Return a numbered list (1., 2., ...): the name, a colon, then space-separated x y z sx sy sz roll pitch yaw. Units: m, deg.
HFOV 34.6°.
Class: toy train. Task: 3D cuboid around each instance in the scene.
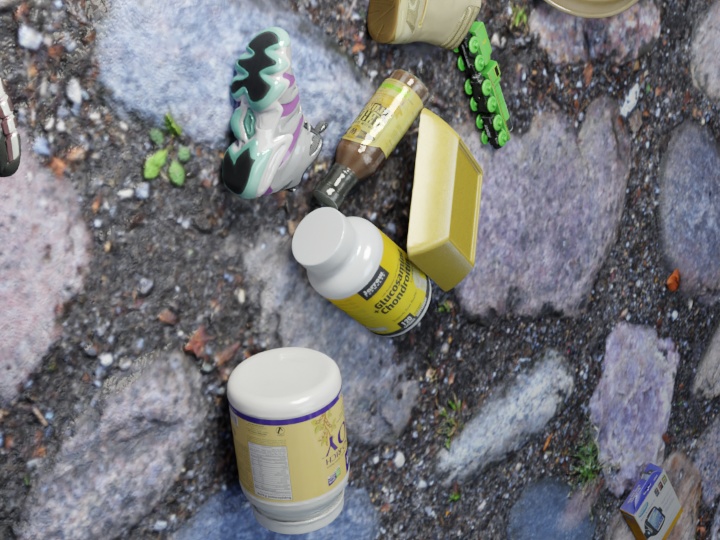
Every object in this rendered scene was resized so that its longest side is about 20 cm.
1. toy train: 0.176 -0.261 1.632 0.057 0.041 0.201 -53 137 -31

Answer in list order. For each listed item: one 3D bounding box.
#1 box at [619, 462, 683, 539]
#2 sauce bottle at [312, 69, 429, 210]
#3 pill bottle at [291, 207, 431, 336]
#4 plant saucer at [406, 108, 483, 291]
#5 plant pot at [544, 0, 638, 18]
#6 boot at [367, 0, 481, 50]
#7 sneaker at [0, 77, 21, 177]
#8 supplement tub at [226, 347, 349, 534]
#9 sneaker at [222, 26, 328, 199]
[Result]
1. box: 0.595 0.484 2.369 0.119 0.041 0.201 -51 133 -19
2. sauce bottle: 0.012 -0.165 1.478 0.201 0.064 0.065 -56 136 -17
3. pill bottle: 0.000 0.000 1.497 0.200 0.111 0.113 38 78 -47
4. plant saucer: 0.121 -0.090 1.549 0.200 0.048 0.202 37 56 -66
5. plant pot: 0.338 -0.485 1.619 0.174 0.198 0.201 -57 139 -36
6. boot: 0.093 -0.383 1.469 0.155 0.072 0.202 -3 110 -45
7. sneaker: -0.392 -0.170 1.061 0.115 0.075 0.202 -24 112 -32
8. supplement tub: -0.089 0.216 1.468 0.145 0.145 0.202 -26 123 -36
9. sneaker: -0.085 -0.186 1.369 0.139 0.077 0.202 -7 120 -46
